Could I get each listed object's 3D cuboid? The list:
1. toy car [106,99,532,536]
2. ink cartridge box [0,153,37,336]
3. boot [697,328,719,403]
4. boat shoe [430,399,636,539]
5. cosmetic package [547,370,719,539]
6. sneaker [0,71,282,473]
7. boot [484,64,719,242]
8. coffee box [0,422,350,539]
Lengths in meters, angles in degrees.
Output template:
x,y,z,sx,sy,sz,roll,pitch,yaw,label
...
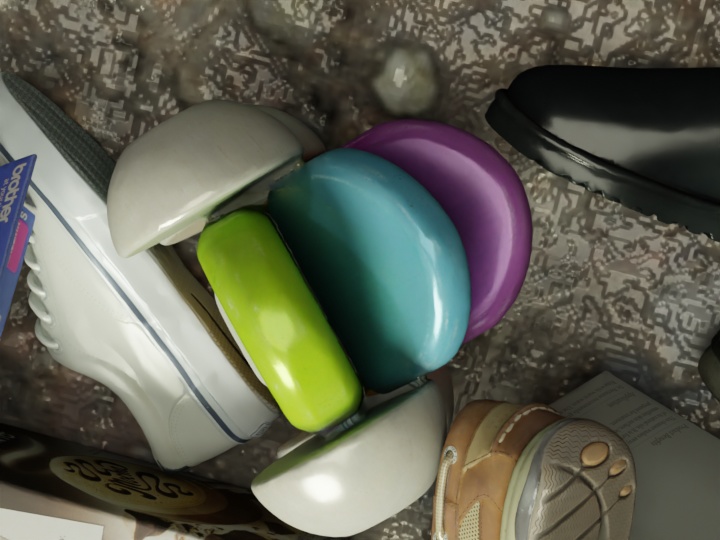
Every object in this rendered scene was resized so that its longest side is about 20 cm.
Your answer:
x,y,z,sx,sy,sz,roll,pitch,yaw,label
0.000,0.000,0.814,0.150,0.200,0.175,-29,91,6,toy car
-0.210,0.031,0.848,0.200,0.119,0.042,-20,136,34,ink cartridge box
0.190,0.133,0.890,0.131,0.068,0.200,-43,91,20,boot
0.056,0.140,0.781,0.072,0.076,0.200,25,115,40,boat shoe
0.142,0.135,0.823,0.200,0.113,0.081,34,126,28,cosmetic package
-0.119,0.006,0.889,0.071,0.073,0.200,-35,96,8,sneaker
0.173,-0.096,0.835,0.200,0.076,0.168,21,106,-6,boot
-0.113,0.131,0.887,0.200,0.113,0.080,15,96,5,coffee box
